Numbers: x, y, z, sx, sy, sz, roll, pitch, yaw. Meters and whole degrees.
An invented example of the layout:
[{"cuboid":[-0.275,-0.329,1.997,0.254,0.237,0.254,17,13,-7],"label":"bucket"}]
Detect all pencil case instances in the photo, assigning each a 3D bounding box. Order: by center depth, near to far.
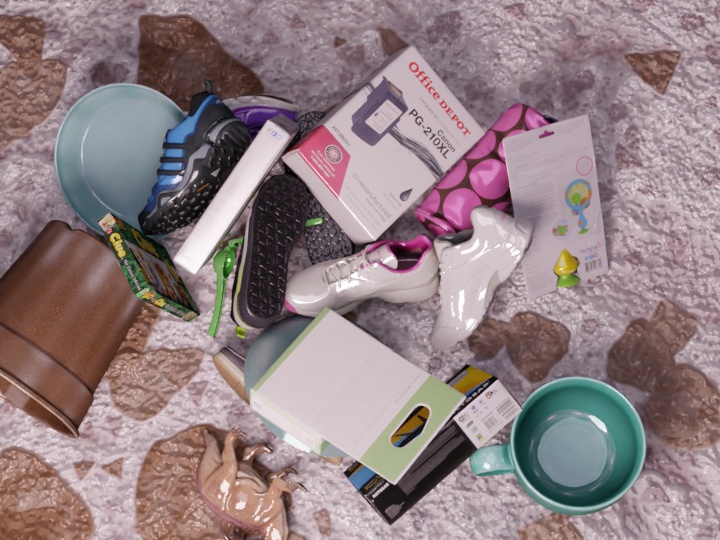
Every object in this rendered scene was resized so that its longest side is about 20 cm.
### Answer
[{"cuboid":[0.162,-0.111,1.769,0.094,0.091,0.200,43,85,7],"label":"pencil case"}]

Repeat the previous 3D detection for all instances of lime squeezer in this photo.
[{"cuboid":[-0.138,-0.014,1.778,0.200,0.038,0.071,-46,60,5],"label":"lime squeezer"}]

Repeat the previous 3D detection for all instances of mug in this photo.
[{"cuboid":[0.233,0.199,1.673,0.184,0.114,0.153,23,79,10],"label":"mug"}]

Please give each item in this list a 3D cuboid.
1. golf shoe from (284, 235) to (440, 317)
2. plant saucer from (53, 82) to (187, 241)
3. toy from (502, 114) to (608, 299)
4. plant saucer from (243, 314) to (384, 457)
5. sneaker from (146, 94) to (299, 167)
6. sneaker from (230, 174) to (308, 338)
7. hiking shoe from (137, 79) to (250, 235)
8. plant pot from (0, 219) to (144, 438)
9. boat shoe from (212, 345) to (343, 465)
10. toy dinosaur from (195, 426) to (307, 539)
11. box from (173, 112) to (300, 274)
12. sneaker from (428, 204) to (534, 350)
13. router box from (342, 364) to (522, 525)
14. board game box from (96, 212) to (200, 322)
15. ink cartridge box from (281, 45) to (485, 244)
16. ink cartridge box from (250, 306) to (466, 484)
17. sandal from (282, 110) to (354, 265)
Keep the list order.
[{"cuboid":[0.000,0.000,1.731,0.199,0.092,0.076,-11,56,-11],"label":"golf shoe"},{"cuboid":[-0.281,-0.134,1.795,0.198,0.036,0.201,3,105,12],"label":"plant saucer"},{"cuboid":[0.228,-0.078,1.737,0.114,0.047,0.201,-17,106,-18],"label":"toy"},{"cuboid":[-0.036,0.123,1.699,0.200,0.039,0.202,9,52,-11],"label":"plant saucer"},{"cuboid":[-0.169,-0.170,1.821,0.199,0.081,0.084,-14,91,10],"label":"sneaker"},{"cuboid":[-0.122,-0.020,1.730,0.071,0.083,0.201,22,70,-21],"label":"sneaker"},{"cuboid":[-0.208,-0.126,1.735,0.200,0.074,0.087,-48,62,26],"label":"hiking shoe"},{"cuboid":[-0.362,0.062,1.717,0.199,0.200,0.199,30,71,10],"label":"plant pot"},{"cuboid":[-0.088,0.151,1.732,0.200,0.072,0.065,37,73,11],"label":"boat shoe"},{"cuboid":[-0.142,0.272,1.700,0.200,0.086,0.136,39,89,17],"label":"toy dinosaur"},{"cuboid":[-0.145,-0.094,1.726,0.036,0.144,0.200,36,99,-3],"label":"box"},{"cuboid":[0.122,0.003,1.715,0.099,0.078,0.201,31,115,2],"label":"sneaker"},{"cuboid":[0.080,0.197,1.664,0.200,0.149,0.051,-40,98,-7],"label":"router box"},{"cuboid":[-0.247,0.000,1.709,0.023,0.200,0.105,-33,77,3],"label":"board game box"},{"cuboid":[0.029,-0.152,1.754,0.200,0.084,0.145,-44,99,-15],"label":"ink cartridge box"},{"cuboid":[-0.004,0.146,1.620,0.199,0.048,0.146,33,58,18],"label":"ink cartridge box"},{"cuboid":[-0.053,-0.096,1.804,0.075,0.048,0.202,-7,89,1],"label":"sandal"}]
